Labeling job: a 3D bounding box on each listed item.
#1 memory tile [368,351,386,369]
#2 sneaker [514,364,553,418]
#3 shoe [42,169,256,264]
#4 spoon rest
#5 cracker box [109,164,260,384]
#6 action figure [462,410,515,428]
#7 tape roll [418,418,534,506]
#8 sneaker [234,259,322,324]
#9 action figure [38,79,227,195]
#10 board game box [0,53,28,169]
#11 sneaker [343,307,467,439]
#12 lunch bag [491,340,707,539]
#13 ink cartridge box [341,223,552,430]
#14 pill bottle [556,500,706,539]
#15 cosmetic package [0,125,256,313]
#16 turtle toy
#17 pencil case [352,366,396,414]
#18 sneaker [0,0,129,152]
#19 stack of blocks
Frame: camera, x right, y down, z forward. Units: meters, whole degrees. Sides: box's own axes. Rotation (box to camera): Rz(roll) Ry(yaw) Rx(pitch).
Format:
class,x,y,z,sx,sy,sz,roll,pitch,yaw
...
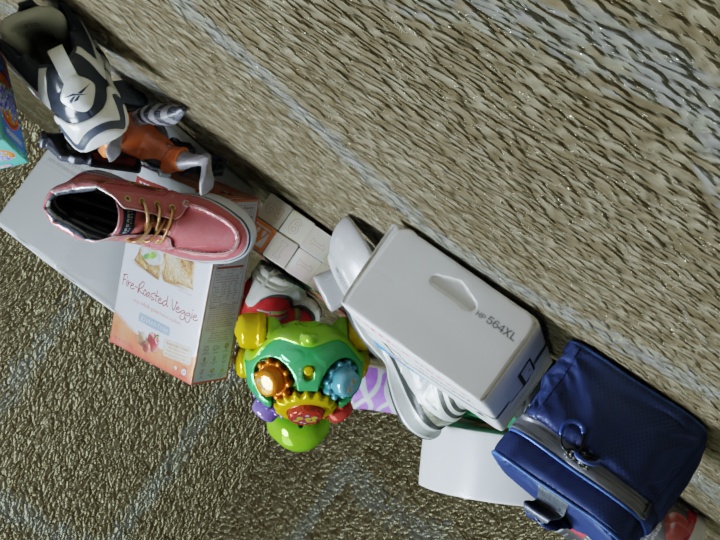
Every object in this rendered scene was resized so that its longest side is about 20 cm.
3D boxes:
class,x,y,z,sx,sy,sz,roll,pitch,yaw
memory tile,0.078,0.104,1.886,0.153,0.017,0.200,10,175,-10
sneaker,0.170,0.114,1.593,0.200,0.075,0.079,40,-168,29
shoe,-0.206,-0.046,1.698,0.200,0.072,0.091,16,-165,9
spoon rest,0.000,0.000,1.639,0.099,0.061,0.200,63,169,1
cracker box,-0.185,0.002,1.814,0.134,0.200,0.058,23,-162,38
action figure,0.123,0.130,1.760,0.200,0.055,0.118,8,173,41
tape roll,0.162,0.195,1.799,0.202,0.071,0.202,5,180,0
sneaker,-0.101,0.045,1.893,0.077,0.085,0.200,36,176,15
action figure,-0.206,-0.139,1.737,0.200,0.105,0.193,4,-160,-31
board game box,-0.342,-0.195,1.528,0.152,0.045,0.200,139,119,-85
sneaker,0.064,0.054,1.720,0.076,0.115,0.201,-4,-118,-50
lunch bag,0.186,0.152,1.388,0.136,0.132,0.200,34,175,16
ink cartridge box,0.076,0.052,1.461,0.146,0.084,0.200,35,176,15
pill bottle,0.281,0.270,1.976,0.200,0.111,0.111,35,175,0
cosmetic package,-0.259,-0.068,1.930,0.165,0.200,0.165,40,174,-38
turtle toy,-0.059,0.117,1.809,0.145,0.101,0.200,1,152,-5
pencil case,0.064,0.140,2.021,0.200,0.086,0.084,13,-177,-5
sneaker,-0.281,-0.205,1.570,0.199,0.079,0.130,-117,3,-49
stack of blocks,-0.027,0.005,1.855,0.200,0.059,0.115,35,176,5
